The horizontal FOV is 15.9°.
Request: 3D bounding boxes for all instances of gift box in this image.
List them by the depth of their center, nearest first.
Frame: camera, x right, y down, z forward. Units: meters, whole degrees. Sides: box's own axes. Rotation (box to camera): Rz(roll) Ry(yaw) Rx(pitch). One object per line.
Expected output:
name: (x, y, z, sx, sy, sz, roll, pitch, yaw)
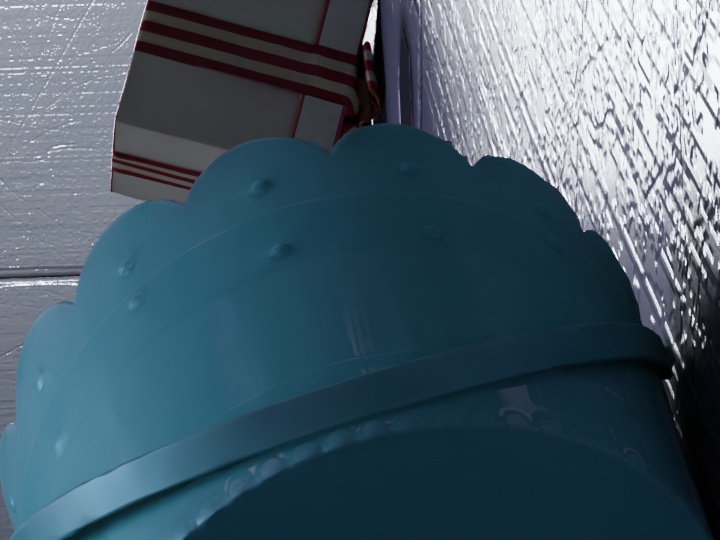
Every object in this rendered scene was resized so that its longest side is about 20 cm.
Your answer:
gift box: (-0.082, -0.116, 1.930, 0.185, 0.185, 0.202, 111, 172, -76)

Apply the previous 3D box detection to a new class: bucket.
bucket: (0.002, 0.076, 0.723, 0.135, 0.205, 0.209, -113, 19, -56)
